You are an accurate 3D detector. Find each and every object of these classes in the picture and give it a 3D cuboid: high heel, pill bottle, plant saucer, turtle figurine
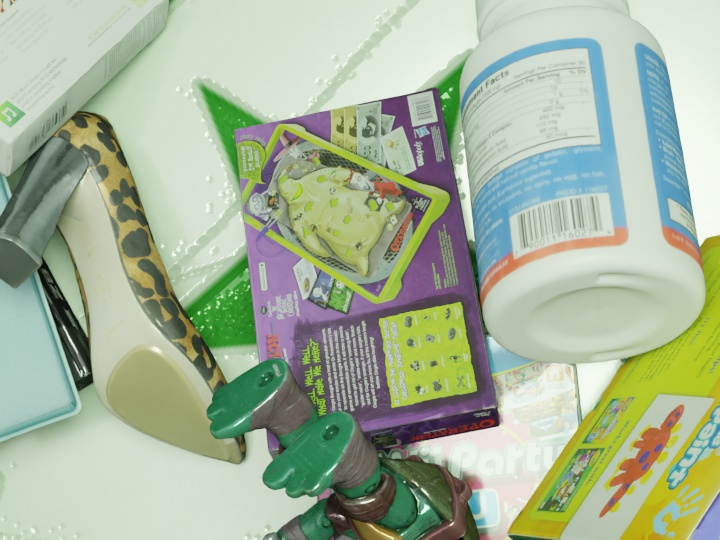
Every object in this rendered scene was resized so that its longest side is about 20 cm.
[{"bbox_3d":[-0.116,0.005,0.950,0.071,0.143,0.200,-27,118,30],"label":"high heel"},{"bbox_3d":[0.109,-0.064,0.869,0.111,0.112,0.201,-6,61,6],"label":"pill bottle"},{"bbox_3d":[-0.213,-0.006,0.928,0.069,0.019,0.201,-20,84,2],"label":"plant saucer"},{"bbox_3d":[0.009,0.133,0.824,0.149,0.200,0.101,9,54,45],"label":"turtle figurine"}]

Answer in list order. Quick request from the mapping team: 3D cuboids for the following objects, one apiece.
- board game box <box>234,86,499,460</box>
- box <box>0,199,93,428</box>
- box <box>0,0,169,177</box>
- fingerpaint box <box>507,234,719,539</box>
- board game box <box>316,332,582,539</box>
[{"bbox_3d":[0.000,0.000,0.900,0.119,0.032,0.201,-9,59,1],"label":"board game box"},{"bbox_3d":[-0.269,0.040,0.962,0.199,0.049,0.162,-30,85,2],"label":"box"},{"bbox_3d":[-0.227,-0.157,0.938,0.199,0.036,0.144,35,55,7],"label":"box"},{"bbox_3d":[0.185,0.072,0.815,0.073,0.167,0.200,41,71,-13],"label":"fingerpaint box"},{"bbox_3d":[0.051,0.137,0.912,0.146,0.064,0.202,-6,85,7],"label":"board game box"}]
